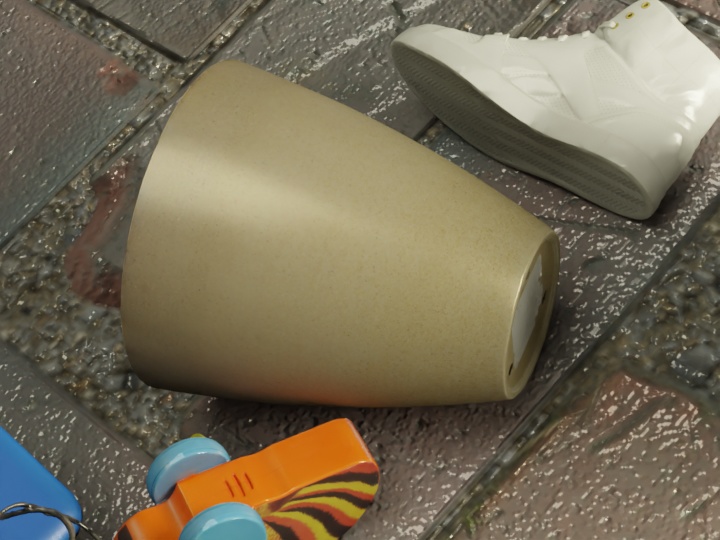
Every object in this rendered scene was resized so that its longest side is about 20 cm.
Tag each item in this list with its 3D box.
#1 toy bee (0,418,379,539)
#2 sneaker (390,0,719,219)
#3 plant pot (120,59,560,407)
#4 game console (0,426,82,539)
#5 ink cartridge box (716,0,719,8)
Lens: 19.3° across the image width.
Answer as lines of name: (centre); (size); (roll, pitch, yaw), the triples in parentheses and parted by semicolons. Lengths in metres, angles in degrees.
toy bee: (-0.091, 0.143, 1.128); (0.198, 0.109, 0.131); (1, 42, -4)
sneaker: (0.123, -0.117, 1.242); (0.199, 0.074, 0.116); (31, 69, 29)
plant pot: (0.000, 0.000, 1.148); (0.199, 0.188, 0.188); (16, 61, 18)
game console: (-0.278, 0.161, 1.160); (0.171, 0.118, 0.200); (41, 64, 9)
ink cartridge box: (0.244, -0.024, 1.033); (0.044, 0.177, 0.201); (-23, 48, 7)
